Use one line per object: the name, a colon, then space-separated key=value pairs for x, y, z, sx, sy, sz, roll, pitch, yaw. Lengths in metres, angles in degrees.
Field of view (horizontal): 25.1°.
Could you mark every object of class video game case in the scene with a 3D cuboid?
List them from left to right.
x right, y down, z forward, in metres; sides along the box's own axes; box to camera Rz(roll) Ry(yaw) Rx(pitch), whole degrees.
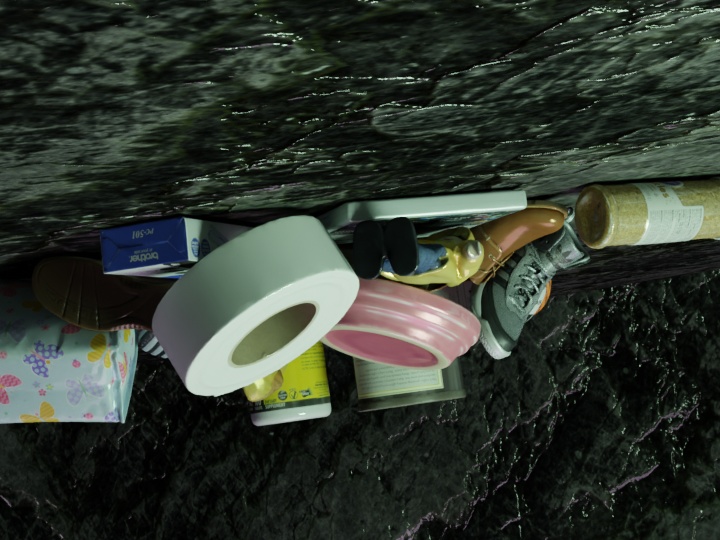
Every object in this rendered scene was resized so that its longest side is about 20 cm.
video game case: x=0.044 y=-0.054 z=1.671 sx=0.198 sy=0.024 sz=0.182 roll=-5 pitch=175 yaw=-23

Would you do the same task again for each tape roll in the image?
tape roll: x=-0.102 y=0.037 z=1.578 sx=0.201 sy=0.071 sz=0.203 roll=-31 pitch=161 yaw=-12

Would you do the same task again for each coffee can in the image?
coffee can: x=0.055 y=0.078 z=2.142 sx=0.145 sy=0.202 sz=0.146 roll=-7 pitch=176 yaw=-1

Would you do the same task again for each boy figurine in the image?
boy figurine: x=0.071 y=-0.017 z=1.617 sx=0.123 sy=0.065 sz=0.199 roll=-6 pitch=177 yaw=28

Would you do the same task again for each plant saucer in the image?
plant saucer: x=0.027 y=0.060 z=1.723 sx=0.198 sy=0.051 sz=0.201 roll=12 pitch=163 yaw=4

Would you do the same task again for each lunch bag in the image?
lunch bag: x=-0.330 y=0.077 z=1.773 sx=0.168 sy=0.128 sz=0.201 roll=-2 pitch=-148 yaw=-3

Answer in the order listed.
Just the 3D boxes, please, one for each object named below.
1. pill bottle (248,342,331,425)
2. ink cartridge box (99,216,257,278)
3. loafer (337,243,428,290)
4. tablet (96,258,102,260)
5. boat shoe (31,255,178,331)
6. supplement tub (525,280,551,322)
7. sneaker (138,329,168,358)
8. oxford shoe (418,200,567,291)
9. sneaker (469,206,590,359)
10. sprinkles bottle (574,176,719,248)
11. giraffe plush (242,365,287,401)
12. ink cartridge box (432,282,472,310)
pill bottle: x=-0.106 y=0.106 z=2.211 sx=0.111 sy=0.202 sz=0.112 roll=-8 pitch=175 yaw=-1
ink cartridge box: x=-0.165 y=-0.020 z=1.591 sx=0.093 sy=0.045 sz=0.200 roll=-8 pitch=176 yaw=21
loafer: x=0.000 y=0.000 z=1.774 sx=0.075 sy=0.068 sz=0.199 roll=-6 pitch=-170 yaw=-39
tablet: x=-0.201 y=-0.014 z=1.792 sx=0.129 sy=0.014 sz=0.199 roll=-11 pitch=175 yaw=33
boat shoe: x=-0.243 y=0.025 z=1.688 sx=0.198 sy=0.073 sz=0.065 roll=9 pitch=-169 yaw=6
supplement tub: x=0.154 y=0.016 z=2.051 sx=0.122 sy=0.124 sz=0.199 roll=-11 pitch=174 yaw=36
sneaker: x=-0.183 y=0.013 z=1.782 sx=0.074 sy=0.088 sz=0.200 roll=26 pitch=135 yaw=-29
oxford shoe: x=0.147 y=-0.024 z=1.787 sx=0.199 sy=0.072 sz=0.071 roll=-23 pitch=147 yaw=37
sneaker: x=0.192 y=0.005 z=1.817 sx=0.113 sy=0.201 sz=0.076 roll=-21 pitch=127 yaw=35
sprinkles bottle: x=0.326 y=-0.062 z=1.728 sx=0.198 sy=0.069 sz=0.068 roll=-5 pitch=174 yaw=-29
giraffe plush: x=-0.089 y=0.040 z=1.959 sx=0.161 sy=0.174 sz=0.200 roll=-19 pitch=141 yaw=10
ink cartridge box: x=0.039 y=0.017 z=1.872 sx=0.198 sy=0.121 sz=0.042 roll=-7 pitch=167 yaw=-9
